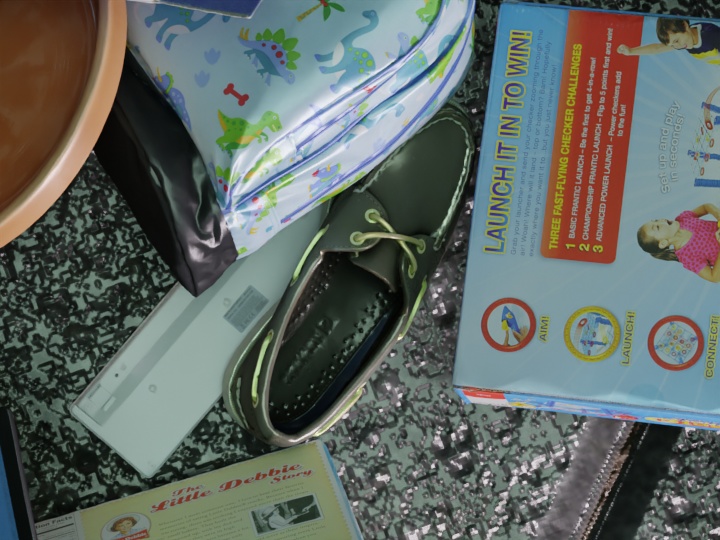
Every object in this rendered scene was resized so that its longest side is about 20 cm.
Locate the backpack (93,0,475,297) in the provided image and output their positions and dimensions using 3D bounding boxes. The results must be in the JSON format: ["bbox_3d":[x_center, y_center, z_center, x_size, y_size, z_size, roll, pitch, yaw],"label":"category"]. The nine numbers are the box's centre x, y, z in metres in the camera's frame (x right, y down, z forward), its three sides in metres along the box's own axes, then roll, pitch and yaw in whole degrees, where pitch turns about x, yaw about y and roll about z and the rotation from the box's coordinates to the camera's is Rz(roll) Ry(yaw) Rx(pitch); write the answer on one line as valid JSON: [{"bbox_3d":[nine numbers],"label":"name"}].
[{"bbox_3d":[-0.035,-0.111,1.211,0.200,0.154,0.163,-24,67,-17],"label":"backpack"}]

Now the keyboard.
[{"bbox_3d":[-0.066,0.015,1.273,0.056,0.011,0.200,41,88,-11],"label":"keyboard"}]

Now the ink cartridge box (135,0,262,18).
[{"bbox_3d":[-0.116,-0.197,1.149,0.200,0.198,0.047,7,129,15],"label":"ink cartridge box"}]

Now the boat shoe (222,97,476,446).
[{"bbox_3d":[0.002,0.002,1.248,0.072,0.060,0.202,32,89,-18],"label":"boat shoe"}]

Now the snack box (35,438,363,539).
[{"bbox_3d":[-0.099,0.153,1.219,0.200,0.116,0.037,-16,119,-5],"label":"snack box"}]

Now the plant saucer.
[{"bbox_3d":[-0.196,-0.093,1.186,0.200,0.032,0.201,-12,67,28],"label":"plant saucer"}]

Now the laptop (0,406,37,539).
[{"bbox_3d":[-0.243,0.167,1.083,0.200,0.103,0.178,-11,88,-18],"label":"laptop"}]

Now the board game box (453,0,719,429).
[{"bbox_3d":[0.156,-0.024,1.220,0.195,0.056,0.200,6,80,10],"label":"board game box"}]
